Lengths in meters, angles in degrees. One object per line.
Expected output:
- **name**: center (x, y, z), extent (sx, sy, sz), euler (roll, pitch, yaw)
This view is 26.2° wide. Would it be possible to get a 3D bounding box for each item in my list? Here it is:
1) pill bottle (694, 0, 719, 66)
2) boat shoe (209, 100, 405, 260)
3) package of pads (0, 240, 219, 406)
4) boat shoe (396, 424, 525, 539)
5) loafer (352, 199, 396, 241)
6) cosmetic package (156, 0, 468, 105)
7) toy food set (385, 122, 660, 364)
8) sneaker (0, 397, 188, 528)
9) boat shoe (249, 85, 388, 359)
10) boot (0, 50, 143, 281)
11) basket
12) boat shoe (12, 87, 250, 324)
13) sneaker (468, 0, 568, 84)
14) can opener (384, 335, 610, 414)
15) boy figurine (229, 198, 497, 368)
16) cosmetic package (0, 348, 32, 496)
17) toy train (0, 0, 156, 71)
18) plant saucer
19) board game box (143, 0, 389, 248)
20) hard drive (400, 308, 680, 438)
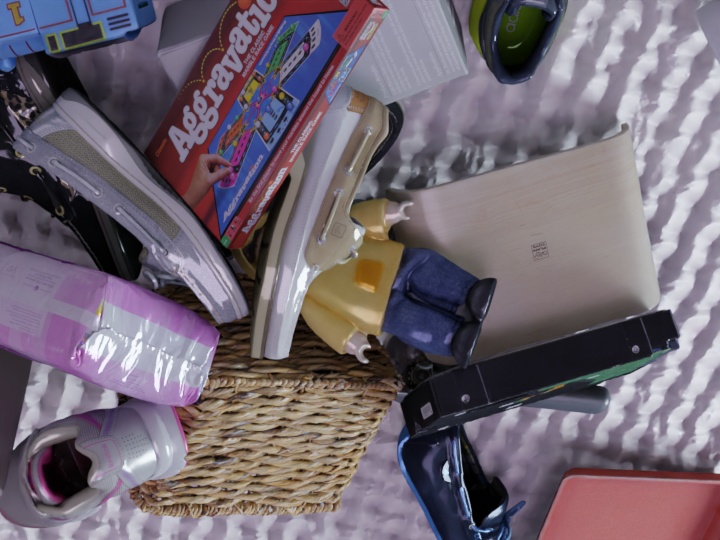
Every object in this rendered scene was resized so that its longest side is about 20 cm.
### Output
- **pill bottle**: center (0.345, -0.189, 1.086), extent (0.200, 0.116, 0.116), euler (-28, 122, 15)
- **boat shoe**: center (-0.051, -0.067, 1.179), extent (0.199, 0.066, 0.075), euler (-26, 123, 14)
- **package of pads**: center (-0.211, 0.035, 1.119), extent (0.120, 0.200, 0.076), euler (32, 77, -45)
- **boat shoe**: center (0.101, 0.215, 1.375), extent (0.069, 0.084, 0.200), euler (-18, 127, 23)
- **loafer**: center (0.038, 0.014, 1.249), extent (0.200, 0.075, 0.070), euler (39, 145, -25)
- **cosmetic package**: center (-0.034, -0.164, 1.103), extent (0.200, 0.090, 0.107), euler (-17, 123, 12)
- **toy food set**: center (0.130, -0.021, 1.200), extent (0.200, 0.060, 0.144), euler (-16, 108, -7)
- **sneaker**: center (-0.222, 0.146, 1.149), extent (0.200, 0.088, 0.081), euler (-30, 79, 39)
- **boat shoe**: center (-0.030, -0.029, 1.072), extent (0.068, 0.075, 0.200), euler (11, 103, -11)
- **boot**: center (-0.263, -0.067, 1.167), extent (0.154, 0.074, 0.204), euler (-16, 118, 11)
- **basket**: center (-0.094, 0.098, 1.235), extent (0.200, 0.143, 0.149), euler (3, 127, -35)
- **boat shoe**: center (-0.156, -0.036, 1.090), extent (0.065, 0.074, 0.202), euler (-42, 96, -1)
- **sneaker**: center (0.125, -0.218, 1.074), extent (0.074, 0.081, 0.200), euler (3, 125, -6)
- **can opener**: center (0.111, 0.093, 1.323), extent (0.200, 0.053, 0.067), euler (7, 157, -9)
- **boy figurine**: center (0.000, 0.000, 1.139), extent (0.200, 0.064, 0.125), euler (22, 87, 7)
- **cosmetic package**: center (-0.327, 0.107, 1.206), extent (0.103, 0.200, 0.087), euler (-36, 119, 19)
- **toy train**: center (-0.240, -0.194, 1.052), extent (0.200, 0.087, 0.114), euler (-13, 101, 5)
- **plant saucer**: center (0.244, 0.253, 1.427), extent (0.200, 0.037, 0.200), euler (4, 125, -18)
- **board game box**: center (-0.067, -0.123, 1.028), extent (0.019, 0.103, 0.200), euler (-5, 135, -51)
- **hard drive**: center (0.138, 0.082, 1.220), extent (0.200, 0.038, 0.140), euler (-15, 170, -10)
